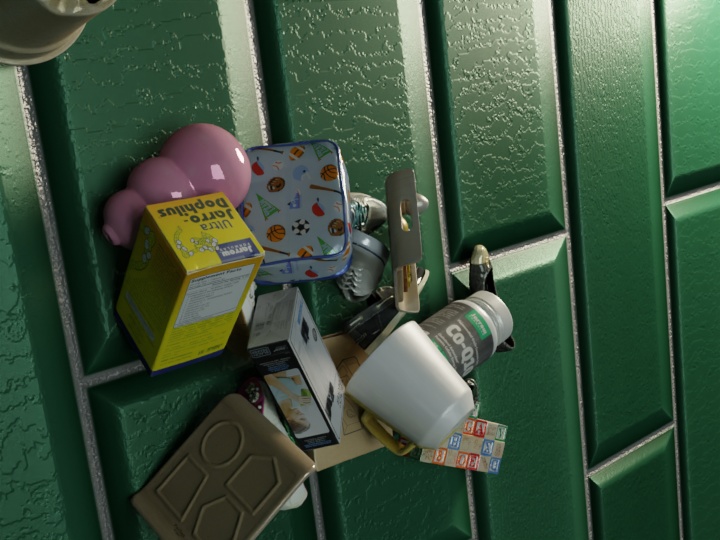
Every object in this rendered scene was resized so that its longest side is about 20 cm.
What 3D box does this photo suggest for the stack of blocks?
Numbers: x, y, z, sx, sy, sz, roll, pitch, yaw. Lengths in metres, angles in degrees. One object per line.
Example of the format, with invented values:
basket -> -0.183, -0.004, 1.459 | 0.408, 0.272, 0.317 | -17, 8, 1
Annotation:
stack of blocks -> 0.162, 0.273, 1.578 | 0.200, 0.058, 0.116 | 19, 81, -40

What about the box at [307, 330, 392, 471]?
box -> -0.021, 0.193, 1.439 | 0.163, 0.021, 0.201 | -12, 103, -39

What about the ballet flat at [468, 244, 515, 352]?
ballet flat -> 0.228, 0.048, 1.609 | 0.066, 0.057, 0.201 | -38, 120, -48

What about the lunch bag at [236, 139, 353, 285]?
lunch bag -> -0.093, -0.082, 1.247 | 0.076, 0.160, 0.201 | 76, 8, -63

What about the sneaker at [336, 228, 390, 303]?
sneaker -> 0.000, 0.000, 1.350 | 0.200, 0.073, 0.071 | 73, 41, -70

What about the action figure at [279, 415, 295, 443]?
action figure -> -0.152, 0.278, 1.301 | 0.118, 0.055, 0.200 | 33, 50, 5

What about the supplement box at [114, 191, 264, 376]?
supplement box -> -0.213, 0.018, 1.135 | 0.109, 0.110, 0.200 | -16, 148, -39

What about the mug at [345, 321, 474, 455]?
mug -> 0.083, 0.185, 1.374 | 0.149, 0.153, 0.187 | -44, 164, -15

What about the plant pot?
plant pot -> -0.347, -0.331, 1.005 | 0.200, 0.183, 0.201 | -5, 98, -40

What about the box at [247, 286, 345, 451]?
box -> -0.084, 0.137, 1.275 | 0.117, 0.060, 0.200 | -85, 158, -54

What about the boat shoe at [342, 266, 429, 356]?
boat shoe -> 0.045, 0.047, 1.447 | 0.068, 0.072, 0.200 | 38, 47, 6

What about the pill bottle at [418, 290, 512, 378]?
pill bottle -> 0.151, 0.118, 1.518 | 0.200, 0.113, 0.113 | -32, 114, -34

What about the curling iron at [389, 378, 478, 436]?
curling iron -> 0.108, 0.220, 1.447 | 0.050, 0.200, 0.026 | 56, 38, 2

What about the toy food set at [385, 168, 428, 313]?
toy food set -> 0.072, -0.038, 1.348 | 0.200, 0.060, 0.144 | 81, 4, -66

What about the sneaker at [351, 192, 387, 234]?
sneaker -> -0.028, -0.073, 1.364 | 0.200, 0.086, 0.078 | -8, 100, -39

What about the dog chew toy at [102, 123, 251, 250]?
dog chew toy -> -0.236, -0.098, 1.170 | 0.200, 0.124, 0.125 | -38, 117, -22

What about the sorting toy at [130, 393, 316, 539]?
sorting toy -> -0.176, 0.277, 1.194 | 0.200, 0.185, 0.037 | -46, 140, -13

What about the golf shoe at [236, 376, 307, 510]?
golf shoe -> -0.126, 0.241, 1.276 | 0.091, 0.075, 0.200 | 28, 36, -41

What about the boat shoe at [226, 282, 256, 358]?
boat shoe -> -0.170, 0.021, 1.264 | 0.069, 0.071, 0.201 | -36, 119, -46
